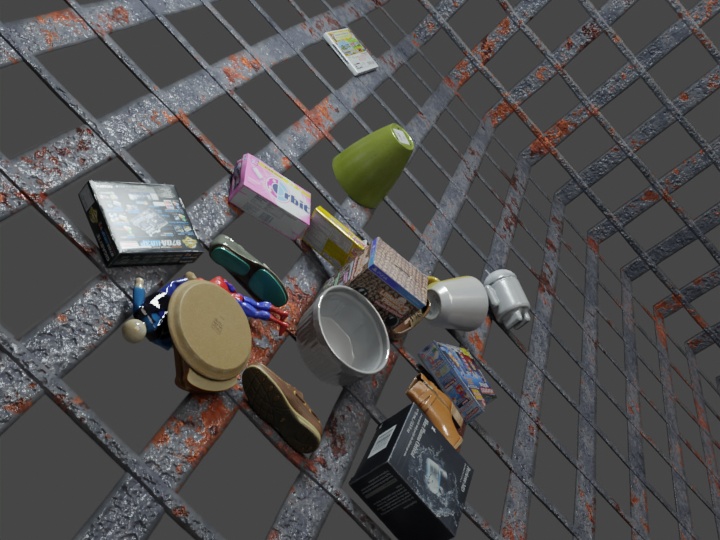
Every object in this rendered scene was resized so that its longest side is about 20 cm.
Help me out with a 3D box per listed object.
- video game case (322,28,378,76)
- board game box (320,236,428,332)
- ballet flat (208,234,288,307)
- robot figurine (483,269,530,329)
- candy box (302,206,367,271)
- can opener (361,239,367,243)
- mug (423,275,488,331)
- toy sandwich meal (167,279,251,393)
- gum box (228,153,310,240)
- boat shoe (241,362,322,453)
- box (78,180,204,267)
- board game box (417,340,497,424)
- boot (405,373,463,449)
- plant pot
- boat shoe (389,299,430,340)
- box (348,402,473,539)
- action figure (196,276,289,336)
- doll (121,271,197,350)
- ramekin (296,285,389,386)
[{"bbox_3d":[-0.033,-0.784,2.574,0.183,0.023,0.200,50,32,-2],"label":"video game case"},{"bbox_3d":[0.028,0.054,1.614,0.159,0.200,0.098,37,35,-20],"label":"board game box"},{"bbox_3d":[-0.223,-0.004,1.481,0.199,0.067,0.064,39,26,-19],"label":"ballet flat"},{"bbox_3d":[0.448,0.082,2.215,0.168,0.113,0.203,10,50,-42],"label":"robot figurine"},{"bbox_3d":[-0.044,-0.050,1.678,0.199,0.103,0.026,41,39,11],"label":"candy box"},{"bbox_3d":[0.000,0.000,1.776,0.066,0.053,0.202,37,34,-21],"label":"can opener"},{"bbox_3d":[0.226,0.090,1.932,0.151,0.185,0.153,1,88,-41],"label":"mug"},{"bbox_3d":[-0.272,0.117,1.264,0.204,0.070,0.208,36,40,-36],"label":"toy sandwich meal"},{"bbox_3d":[-0.211,-0.172,1.666,0.198,0.066,0.115,31,37,-29],"label":"gum box"},{"bbox_3d":[-0.143,0.246,1.327,0.201,0.072,0.068,51,25,-12],"label":"boat shoe"},{"bbox_3d":[-0.406,-0.088,1.346,0.199,0.046,0.161,-5,61,-54],"label":"box"},{"bbox_3d":[0.255,0.283,1.784,0.199,0.062,0.202,21,34,-54],"label":"board game box"},{"bbox_3d":[0.159,0.331,1.626,0.155,0.073,0.200,49,19,-5],"label":"boot"},{"bbox_3d":[0.053,-0.311,2.025,0.186,0.199,0.189,32,36,-27],"label":"plant pot"},{"bbox_3d":[0.117,0.111,1.795,0.076,0.072,0.200,51,31,2],"label":"boat shoe"},{"bbox_3d":[0.107,0.412,1.431,0.201,0.117,0.197,48,31,-6],"label":"box"},{"bbox_3d":[-0.235,0.066,1.408,0.198,0.052,0.066,32,30,-21],"label":"action figure"},{"bbox_3d":[-0.349,0.070,1.253,0.138,0.048,0.200,59,30,-10],"label":"doll"},{"bbox_3d":[-0.043,0.145,1.508,0.198,0.105,0.203,29,43,-30],"label":"ramekin"}]
